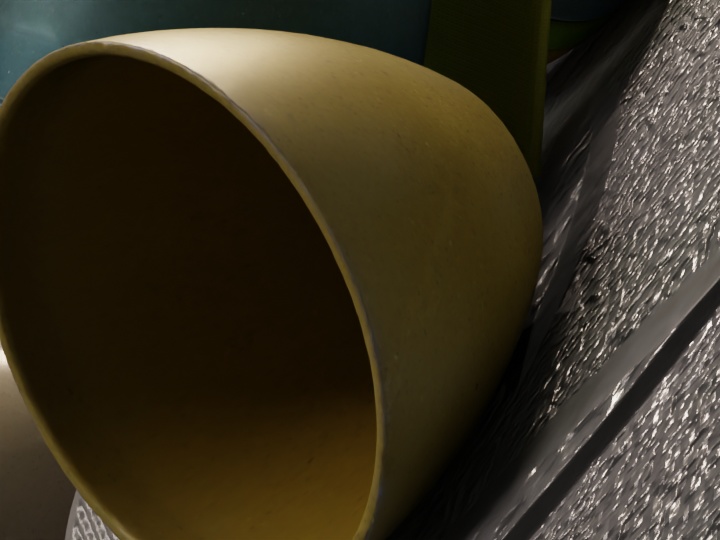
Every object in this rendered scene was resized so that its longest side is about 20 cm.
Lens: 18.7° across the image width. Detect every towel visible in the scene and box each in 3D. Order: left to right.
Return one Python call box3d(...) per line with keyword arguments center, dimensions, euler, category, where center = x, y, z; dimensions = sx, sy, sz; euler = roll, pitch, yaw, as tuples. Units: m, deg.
box3d(center=(0.054, -0.146, 0.951), dimensions=(0.086, 0.018, 0.201), euler=(28, 123, 50), category="towel")

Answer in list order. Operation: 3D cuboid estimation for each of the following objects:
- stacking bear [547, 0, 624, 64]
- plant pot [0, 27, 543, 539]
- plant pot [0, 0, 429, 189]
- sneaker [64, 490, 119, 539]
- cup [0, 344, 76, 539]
box3d(center=(0.070, -0.143, 1.068), dimensions=(0.114, 0.121, 0.200), euler=(-47, -3, -42), category="stacking bear")
box3d(center=(-0.017, -0.002, 0.773), dimensions=(0.142, 0.200, 0.200), euler=(-25, -14, -40), category="plant pot")
box3d(center=(-0.055, -0.146, 0.928), dimensions=(0.200, 0.199, 0.189), euler=(-103, 26, -81), category="plant pot")
box3d(center=(-0.061, 0.068, 0.896), dimensions=(0.078, 0.079, 0.201), euler=(7, 81, 50), category="sneaker")
box3d(center=(-0.131, 0.101, 1.038), dimensions=(0.143, 0.201, 0.200), euler=(-27, -1, -17), category="cup")
